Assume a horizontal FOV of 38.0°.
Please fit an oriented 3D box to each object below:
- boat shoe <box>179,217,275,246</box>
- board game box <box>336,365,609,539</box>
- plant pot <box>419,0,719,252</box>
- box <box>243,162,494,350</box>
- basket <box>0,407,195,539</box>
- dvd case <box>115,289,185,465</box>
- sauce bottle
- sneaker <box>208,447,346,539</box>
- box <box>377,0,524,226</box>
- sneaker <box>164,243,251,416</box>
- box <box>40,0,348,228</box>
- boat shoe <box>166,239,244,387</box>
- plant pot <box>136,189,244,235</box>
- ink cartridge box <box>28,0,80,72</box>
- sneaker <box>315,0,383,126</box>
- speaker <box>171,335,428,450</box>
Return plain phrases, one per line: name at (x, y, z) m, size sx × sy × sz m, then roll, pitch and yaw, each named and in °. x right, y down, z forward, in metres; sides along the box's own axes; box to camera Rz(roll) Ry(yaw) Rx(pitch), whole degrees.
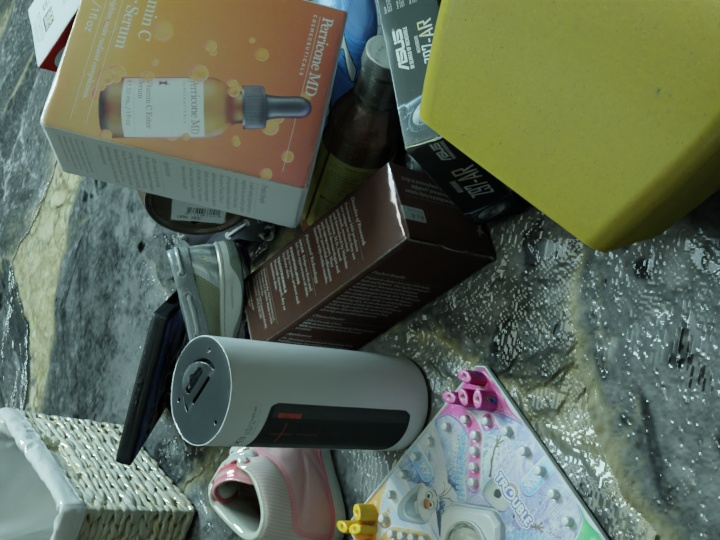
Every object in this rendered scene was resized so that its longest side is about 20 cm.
boat shoe at (-0.104, -0.060, 1.030) m, size 0.199 × 0.073 × 0.063 m, roll -19°, pitch 111°, yaw 39°
board game box at (0.078, 0.208, 0.779) m, size 0.200 × 0.026 × 0.200 m, roll -55°, pitch 47°, yaw 25°
plant pot at (0.150, -0.124, 0.596) m, size 0.200 × 0.200 × 0.177 m, roll 40°, pitch 113°, yaw 19°
box at (0.000, 0.000, 0.854) m, size 0.200 × 0.100 × 0.075 m, roll -34°, pitch 58°, yaw 38°
basket at (-0.304, 0.275, 1.089) m, size 0.198 × 0.160 × 0.201 m, roll 34°, pitch 108°, yaw 46°
dvd case at (-0.197, 0.093, 1.025) m, size 0.200 × 0.017 × 0.144 m, roll -98°, pitch 23°, yaw -82°
sauce bottle at (-0.001, -0.101, 0.854) m, size 0.200 × 0.066 × 0.066 m, roll 115°, pitch 142°, yaw -49°
sneaker at (-0.087, 0.152, 0.916) m, size 0.075 × 0.104 × 0.201 m, roll -45°, pitch 50°, yaw 34°
box at (0.063, -0.152, 0.770) m, size 0.043 × 0.160 × 0.201 m, roll -17°, pitch 69°, yaw 18°
sneaker at (-0.135, 0.067, 1.026) m, size 0.083 × 0.080 × 0.201 m, roll -68°, pitch -5°, yaw -69°
box at (-0.125, -0.139, 0.818) m, size 0.106 × 0.199 × 0.153 m, roll 119°, pitch 163°, yaw -74°
boat shoe at (-0.143, 0.064, 0.924) m, size 0.075 × 0.064 × 0.203 m, roll -114°, pitch 28°, yaw -49°
plant pot at (-0.148, -0.138, 0.955) m, size 0.187 × 0.186 × 0.201 m, roll -38°, pitch 44°, yaw 36°
ink cartridge box at (-0.203, -0.265, 1.059) m, size 0.175 × 0.199 × 0.084 m, roll -41°, pitch 54°, yaw 36°
sneaker at (-0.028, -0.189, 0.932) m, size 0.078 × 0.089 × 0.201 m, roll -13°, pitch 70°, yaw 45°
speaker at (-0.044, 0.097, 0.806) m, size 0.081 × 0.199 × 0.082 m, roll -12°, pitch 73°, yaw 46°
